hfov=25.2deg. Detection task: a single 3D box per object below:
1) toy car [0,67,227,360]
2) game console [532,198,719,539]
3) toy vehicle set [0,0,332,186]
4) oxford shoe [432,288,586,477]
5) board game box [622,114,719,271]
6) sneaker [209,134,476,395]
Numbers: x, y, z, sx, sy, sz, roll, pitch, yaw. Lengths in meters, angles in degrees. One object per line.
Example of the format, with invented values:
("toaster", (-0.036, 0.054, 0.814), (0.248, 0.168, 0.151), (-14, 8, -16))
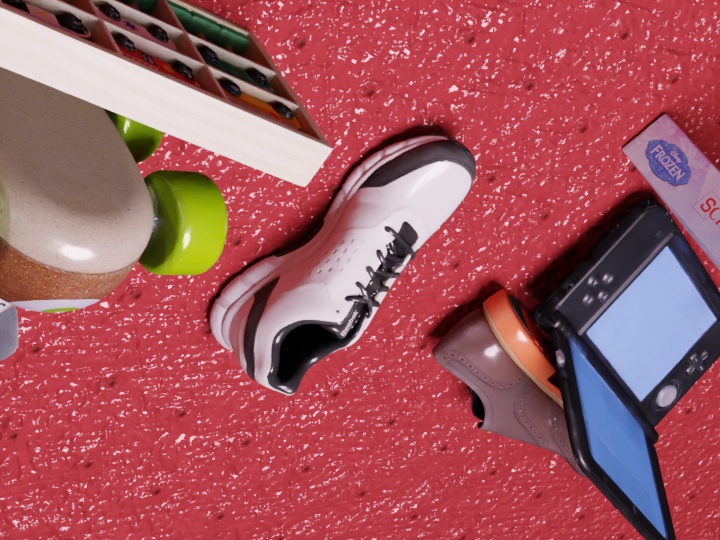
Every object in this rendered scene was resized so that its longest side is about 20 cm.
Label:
("toy car", (-0.198, -0.007, 0.846), (0.164, 0.158, 0.200), (0, 138, -42))
("game console", (0.213, 0.081, 1.134), (0.176, 0.116, 0.200), (-46, 138, -3))
("toy vehicle set", (-0.117, -0.115, 0.805), (0.200, 0.124, 0.027), (20, 115, -39))
("oxford shoe", (0.119, 0.093, 1.157), (0.072, 0.071, 0.200), (-31, 127, 10))
("board game box", (0.279, 0.013, 1.078), (0.041, 0.200, 0.200), (-40, 135, 9))
("sneaker", (0.000, 0.000, 0.999), (0.200, 0.080, 0.074), (-43, 133, 7))
